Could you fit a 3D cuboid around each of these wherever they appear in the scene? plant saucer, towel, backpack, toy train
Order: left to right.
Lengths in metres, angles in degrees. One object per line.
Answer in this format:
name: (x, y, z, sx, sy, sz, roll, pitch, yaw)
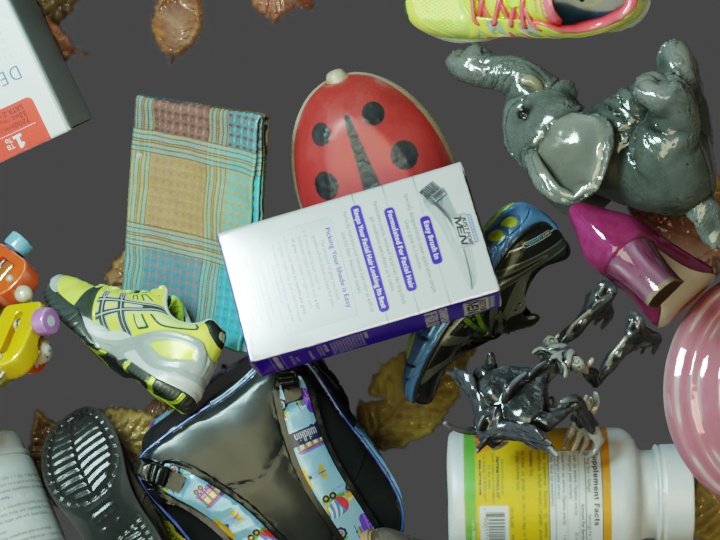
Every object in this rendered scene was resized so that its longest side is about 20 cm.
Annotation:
toy train: (-0.315, 0.068, 1.472, 0.200, 0.150, 0.056, -53, 133, -15)
towel: (-0.139, -0.038, 1.469, 0.146, 0.022, 0.200, 12, 103, 34)
backpack: (-0.066, 0.178, 1.473, 0.182, 0.135, 0.200, -37, 98, -1)
plant saucer: (0.344, 0.097, 1.440, 0.200, 0.051, 0.201, 1, 88, -20)

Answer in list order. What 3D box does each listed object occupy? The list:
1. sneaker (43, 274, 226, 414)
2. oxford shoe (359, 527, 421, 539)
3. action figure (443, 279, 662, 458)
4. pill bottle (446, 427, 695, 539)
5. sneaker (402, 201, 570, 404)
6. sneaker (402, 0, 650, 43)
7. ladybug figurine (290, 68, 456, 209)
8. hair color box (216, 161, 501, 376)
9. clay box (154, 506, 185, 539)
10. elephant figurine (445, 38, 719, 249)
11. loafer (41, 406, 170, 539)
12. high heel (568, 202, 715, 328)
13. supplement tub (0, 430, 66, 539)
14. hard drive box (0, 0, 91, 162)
sneaker: (-0.184, 0.047, 1.468, 0.200, 0.075, 0.076, 30, 76, 37)
oxford shoe: (0.087, 0.244, 1.423, 0.200, 0.071, 0.073, 30, 120, -29)
action figure: (0.150, 0.098, 1.425, 0.200, 0.119, 0.102, -36, 142, -26)
pill bottle: (0.173, 0.187, 1.478, 0.200, 0.111, 0.111, -1, 101, 4)
sneaker: (0.101, 0.038, 1.473, 0.083, 0.071, 0.200, 33, 106, -12)
sneaker: (0.132, -0.220, 1.415, 0.200, 0.090, 0.078, -4, 102, 6)
ladybug figurine: (0.012, -0.069, 1.460, 0.136, 0.072, 0.200, -24, 98, 8)
hair color box: (0.000, 0.000, 1.382, 0.200, 0.065, 0.109, -16, 74, 2)
clay box: (-0.183, 0.280, 1.553, 0.200, 0.048, 0.115, -35, 96, 10)
elephant figurine: (0.178, -0.102, 1.428, 0.200, 0.155, 0.142, -10, 134, 16)
loafer: (-0.209, 0.202, 1.496, 0.073, 0.071, 0.200, -30, 53, 1)
high heel: (0.224, -0.011, 1.410, 0.067, 0.200, 0.096, -44, 73, 6)
supplement tub: (-0.307, 0.249, 1.484, 0.132, 0.132, 0.200, -27, 76, 8)
hard drive box: (-0.338, -0.180, 1.462, 0.156, 0.077, 0.200, -24, 99, 9)
